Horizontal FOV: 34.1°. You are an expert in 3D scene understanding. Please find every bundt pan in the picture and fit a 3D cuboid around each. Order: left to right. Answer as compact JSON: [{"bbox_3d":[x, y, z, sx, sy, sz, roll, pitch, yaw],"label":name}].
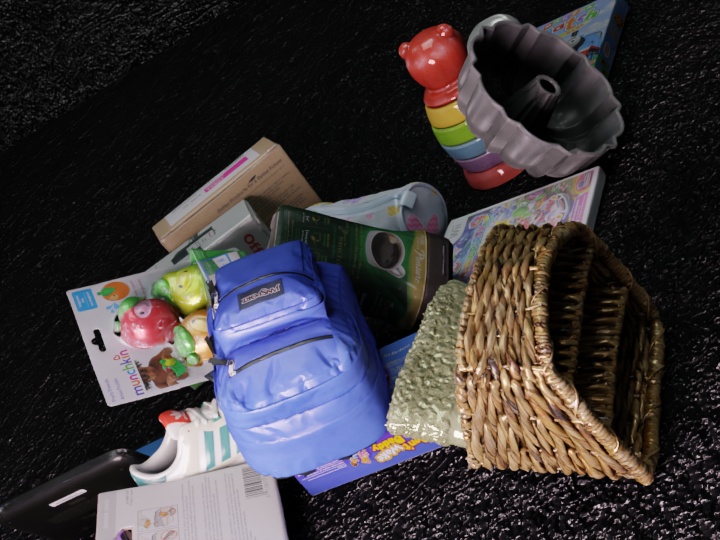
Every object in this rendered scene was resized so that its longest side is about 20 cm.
[{"bbox_3d":[0.193,-0.184,1.326,0.076,0.202,0.202,-54,8,44],"label":"bundt pan"}]

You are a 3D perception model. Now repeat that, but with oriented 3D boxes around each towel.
[{"bbox_3d":[0.111,0.084,1.049,0.148,0.037,0.200,10,41,15],"label":"towel"}]

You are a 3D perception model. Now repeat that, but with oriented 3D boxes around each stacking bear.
[{"bbox_3d":[0.126,-0.207,1.423,0.121,0.200,0.114,-19,30,35],"label":"stacking bear"}]

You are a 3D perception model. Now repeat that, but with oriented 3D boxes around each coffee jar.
[{"bbox_3d":[0.000,0.000,1.232,0.085,0.200,0.104,110,168,-51],"label":"coffee jar"}]

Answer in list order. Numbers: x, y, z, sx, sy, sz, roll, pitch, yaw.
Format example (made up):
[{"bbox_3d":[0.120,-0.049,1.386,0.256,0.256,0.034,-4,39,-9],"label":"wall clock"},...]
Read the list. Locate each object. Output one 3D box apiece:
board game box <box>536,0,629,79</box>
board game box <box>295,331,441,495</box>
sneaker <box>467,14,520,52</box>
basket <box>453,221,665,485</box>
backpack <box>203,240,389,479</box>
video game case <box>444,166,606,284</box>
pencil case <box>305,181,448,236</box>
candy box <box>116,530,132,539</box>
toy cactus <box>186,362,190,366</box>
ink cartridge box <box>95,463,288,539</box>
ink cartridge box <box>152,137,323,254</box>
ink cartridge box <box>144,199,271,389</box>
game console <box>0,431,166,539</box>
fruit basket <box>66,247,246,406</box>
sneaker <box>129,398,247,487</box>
[{"bbox_3d":[0.270,-0.284,1.564,0.151,0.037,0.200,-20,29,35],"label":"board game box"},{"bbox_3d":[0.032,0.128,1.148,0.200,0.045,0.135,-25,27,26],"label":"board game box"},{"bbox_3d":[0.158,-0.247,1.565,0.100,0.075,0.200,-84,19,-49],"label":"sneaker"},{"bbox_3d":[0.165,0.051,0.935,0.149,0.143,0.200,2,38,18],"label":"basket"},{"bbox_3d":[-0.069,0.084,1.090,0.162,0.168,0.200,-24,33,6],"label":"backpack"},{"bbox_3d":[0.168,-0.037,1.289,0.200,0.018,0.143,-20,30,34],"label":"video game case"},{"bbox_3d":[0.015,-0.056,1.442,0.200,0.091,0.083,-7,38,47],"label":"pencil case"},{"bbox_3d":[-0.266,0.360,1.108,0.200,0.072,0.168,-41,25,-9],"label":"candy box"},{"bbox_3d":[-0.135,0.078,1.393,0.200,0.102,0.165,-38,1,-34],"label":"toy cactus"},{"bbox_3d":[-0.154,0.258,1.086,0.176,0.045,0.200,-11,24,-6],"label":"ink cartridge box"},{"bbox_3d":[-0.148,-0.052,1.564,0.200,0.165,0.075,-39,24,-5],"label":"ink cartridge box"},{"bbox_3d":[-0.178,0.028,1.487,0.200,0.147,0.083,-36,24,2],"label":"ink cartridge box"},{"bbox_3d":[-0.291,0.222,1.344,0.200,0.176,0.117,-28,54,22],"label":"game console"},{"bbox_3d":[-0.195,0.050,1.252,0.200,0.094,0.185,-10,43,-22],"label":"fruit basket"},{"bbox_3d":[-0.150,0.161,1.200,0.200,0.093,0.070,-48,26,-3],"label":"sneaker"}]
